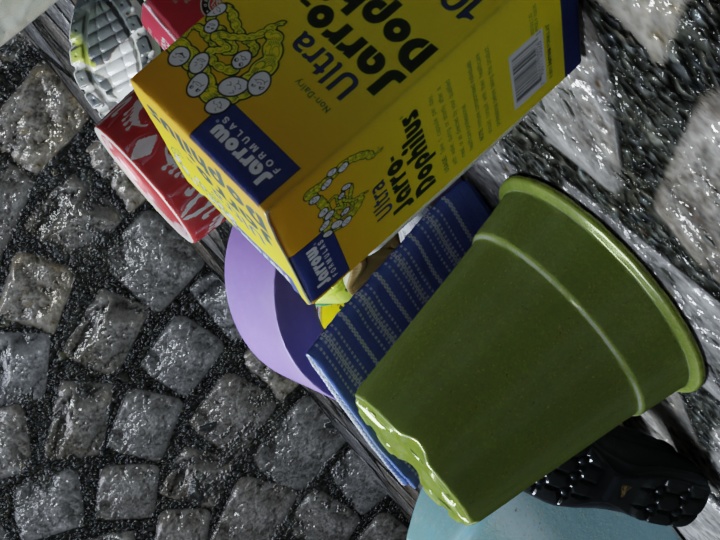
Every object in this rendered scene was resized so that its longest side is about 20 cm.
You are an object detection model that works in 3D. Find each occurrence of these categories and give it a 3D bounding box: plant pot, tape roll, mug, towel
[{"bbox_3d":[0.163,0.256,1.399,0.197,0.200,0.196,51,171,-14],"label":"plant pot"},{"bbox_3d":[0.000,0.000,1.095,0.085,0.200,0.200,15,147,56],"label":"tape roll"},{"bbox_3d":[0.101,0.070,0.976,0.200,0.190,0.200,48,170,11],"label":"plant pot"},{"bbox_3d":[-0.072,-0.111,1.008,0.133,0.200,0.178,40,167,39],"label":"mug"},{"bbox_3d":[0.060,0.046,1.057,0.024,0.200,0.145,0,132,53],"label":"towel"}]

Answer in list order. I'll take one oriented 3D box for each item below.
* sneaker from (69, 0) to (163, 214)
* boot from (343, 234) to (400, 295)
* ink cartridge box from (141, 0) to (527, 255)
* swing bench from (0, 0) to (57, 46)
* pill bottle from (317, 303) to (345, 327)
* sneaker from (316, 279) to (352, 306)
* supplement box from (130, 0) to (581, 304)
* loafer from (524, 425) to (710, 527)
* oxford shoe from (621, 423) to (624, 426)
[{"bbox_3d":[-0.163,-0.137,1.101,0.201,0.074,0.085,69,-157,-16],"label":"sneaker"},{"bbox_3d":[-0.021,-0.070,1.281,0.155,0.072,0.200,59,178,23],"label":"boot"},{"bbox_3d":[-0.017,-0.126,0.862,0.200,0.146,0.083,50,172,-6],"label":"ink cartridge box"},{"bbox_3d":[-0.450,-0.385,1.649,0.200,0.199,0.130,45,170,18],"label":"swing bench"},{"bbox_3d":[0.037,0.060,1.469,0.109,0.109,0.200,54,169,-30],"label":"pill bottle"},{"bbox_3d":[-0.042,-0.029,1.412,0.074,0.083,0.200,61,-162,-24],"label":"sneaker"},{"bbox_3d":[0.004,-0.101,0.706,0.109,0.200,0.110,43,170,25],"label":"supplement box"},{"bbox_3d":[0.181,0.149,1.098,0.199,0.068,0.070,18,-158,-20],"label":"loafer"},{"bbox_3d":[0.175,0.137,1.248,0.071,0.074,0.200,52,170,-18],"label":"oxford shoe"}]
